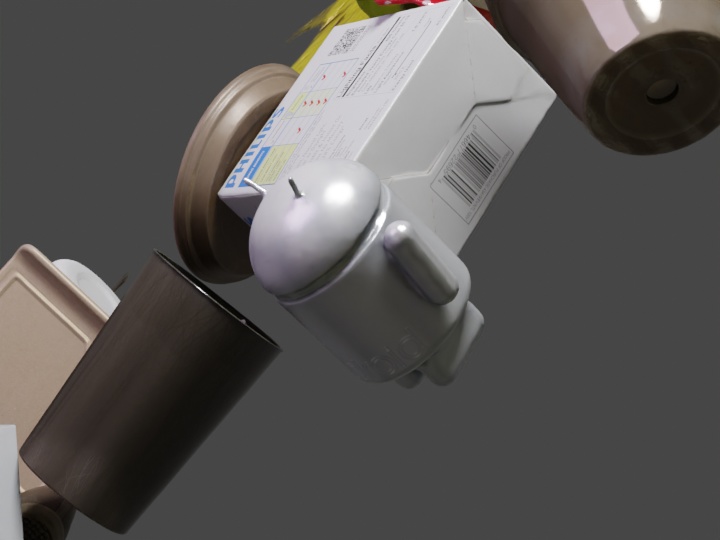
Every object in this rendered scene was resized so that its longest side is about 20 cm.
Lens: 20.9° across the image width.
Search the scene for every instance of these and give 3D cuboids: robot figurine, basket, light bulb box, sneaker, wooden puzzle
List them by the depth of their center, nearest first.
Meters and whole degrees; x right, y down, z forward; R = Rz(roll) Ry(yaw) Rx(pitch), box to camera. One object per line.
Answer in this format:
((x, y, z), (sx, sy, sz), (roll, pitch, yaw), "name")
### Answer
((0.000, 0.000, 1.389), (0.169, 0.200, 0.113), (-14, 39, 51), "robot figurine")
((-0.176, 0.103, 1.601), (0.201, 0.136, 0.180), (-53, 0, -2), "basket")
((0.019, -0.102, 1.605), (0.199, 0.125, 0.199), (-56, 25, -19), "light bulb box")
((-0.324, 0.246, 1.722), (0.199, 0.071, 0.076), (-26, 15, 28), "sneaker")
((-0.304, 0.107, 1.780), (0.200, 0.185, 0.037), (-49, -12, -1), "wooden puzzle")

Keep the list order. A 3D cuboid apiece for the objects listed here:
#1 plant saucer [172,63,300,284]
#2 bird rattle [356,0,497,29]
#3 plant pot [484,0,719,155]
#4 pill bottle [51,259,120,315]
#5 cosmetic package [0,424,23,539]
((-0.089, -0.080, 1.702), (0.029, 0.201, 0.201), (22, 66, 29), "plant saucer")
((0.084, -0.251, 1.684), (0.200, 0.162, 0.114), (178, 107, -75), "bird rattle")
((0.195, -0.182, 1.404), (0.199, 0.200, 0.174), (-35, 44, 23), "plant pot")
((-0.320, 0.090, 1.876), (0.200, 0.112, 0.113), (-41, 25, 13), "pill bottle")
((-0.335, 0.236, 1.619), (0.150, 0.051, 0.202), (-15, 78, 51), "cosmetic package")
